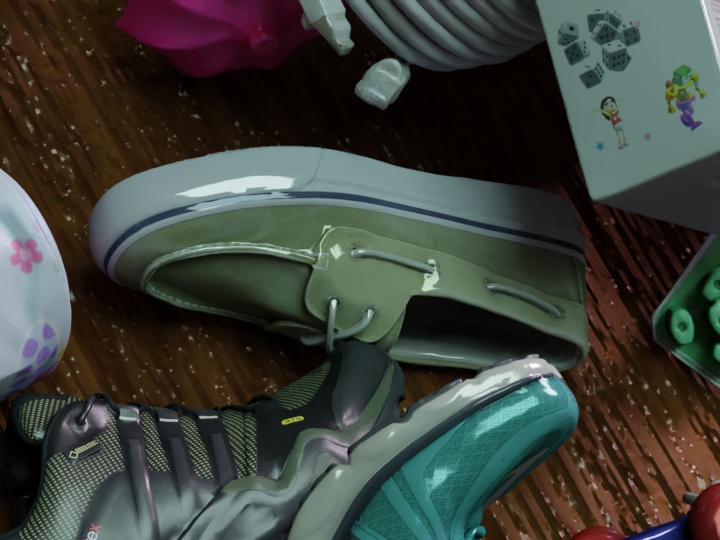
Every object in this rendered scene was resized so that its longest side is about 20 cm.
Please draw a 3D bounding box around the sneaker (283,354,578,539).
[{"bbox_3d":[0.009,0.116,0.954,0.080,0.078,0.200,37,85,24],"label":"sneaker"}]

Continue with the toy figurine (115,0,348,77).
[{"bbox_3d":[-0.070,-0.162,1.118,0.184,0.150,0.200,52,33,-4],"label":"toy figurine"}]

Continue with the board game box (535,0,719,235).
[{"bbox_3d":[0.117,-0.117,1.065,0.147,0.064,0.201,12,60,-57],"label":"board game box"}]

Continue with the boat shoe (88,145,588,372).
[{"bbox_3d":[0.000,0.000,1.063,0.199,0.072,0.062,3,57,-26],"label":"boat shoe"}]

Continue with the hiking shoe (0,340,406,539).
[{"bbox_3d":[-0.068,0.067,0.987,0.101,0.076,0.200,48,54,5],"label":"hiking shoe"}]

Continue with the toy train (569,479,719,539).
[{"bbox_3d":[0.123,0.137,1.037,0.200,0.085,0.116,-15,83,-42],"label":"toy train"}]

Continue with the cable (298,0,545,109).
[{"bbox_3d":[0.023,-0.173,1.084,0.200,0.069,0.201,-32,101,-62],"label":"cable"}]

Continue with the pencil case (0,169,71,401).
[{"bbox_3d":[-0.189,0.033,0.948,0.200,0.083,0.091,-30,91,-36],"label":"pencil case"}]

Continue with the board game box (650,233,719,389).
[{"bbox_3d":[0.247,0.001,1.127,0.200,0.026,0.200,36,90,0],"label":"board game box"}]
